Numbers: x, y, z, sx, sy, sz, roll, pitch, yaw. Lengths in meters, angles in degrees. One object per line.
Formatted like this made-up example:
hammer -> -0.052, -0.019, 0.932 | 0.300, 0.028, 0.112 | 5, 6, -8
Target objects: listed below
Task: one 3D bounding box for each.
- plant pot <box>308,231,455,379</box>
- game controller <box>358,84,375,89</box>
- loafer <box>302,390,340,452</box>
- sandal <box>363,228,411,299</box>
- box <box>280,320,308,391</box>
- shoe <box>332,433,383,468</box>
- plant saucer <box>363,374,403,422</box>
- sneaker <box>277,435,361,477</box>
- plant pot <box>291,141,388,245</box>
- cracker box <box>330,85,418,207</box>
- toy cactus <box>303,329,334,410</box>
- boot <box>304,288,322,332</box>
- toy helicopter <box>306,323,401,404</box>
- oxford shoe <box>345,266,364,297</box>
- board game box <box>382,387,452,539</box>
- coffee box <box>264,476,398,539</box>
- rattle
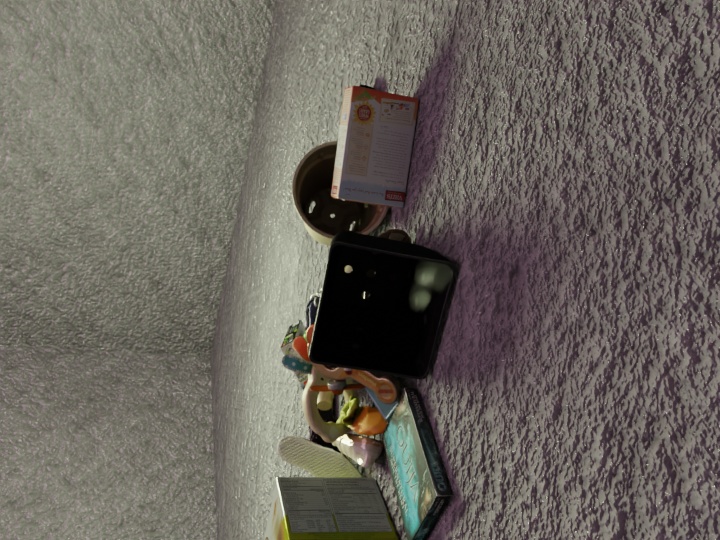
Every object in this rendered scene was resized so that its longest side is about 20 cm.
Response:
plant pot -> 0.024, 0.034, 1.081 | 0.178, 0.195, 0.204 | -103, 24, -68
game controller -> 0.000, -0.306, 1.451 | 0.104, 0.041, 0.204 | -129, 47, -64
loafer -> -0.080, 0.348, 1.450 | 0.071, 0.071, 0.204 | 8, -105, -88
sandal -> 0.046, 0.014, 1.208 | 0.055, 0.080, 0.204 | -73, -9, -65
box -> -0.131, 0.188, 1.475 | 0.111, 0.034, 0.200 | 62, -177, -7
shoe -> -0.016, 0.346, 1.272 | 0.199, 0.069, 0.054 | 158, 124, -67
plant saucer -> 0.012, 0.175, 1.173 | 0.201, 0.019, 0.070 | 54, 134, 24
sneaker -> -0.068, 0.401, 1.351 | 0.073, 0.198, 0.114 | -58, -23, -10
plant pot -> -0.049, -0.139, 1.365 | 0.184, 0.196, 0.205 | 124, 148, -75
cracker box -> 0.025, -0.227, 1.213 | 0.058, 0.131, 0.204 | -152, 70, -69
toy cactus -> -0.064, 0.214, 1.356 | 0.167, 0.100, 0.202 | -91, -9, -48
boot -> -0.074, 0.061, 1.490 | 0.073, 0.089, 0.204 | -158, 74, -70
toy helicopter -> -0.016, 0.177, 1.141 | 0.198, 0.078, 0.134 | 29, 114, 27
oxford shoe -> 0.000, 0.000, 1.311 | 0.201, 0.069, 0.075 | -105, 32, -55
board game box -> 0.085, 0.311, 1.050 | 0.202, 0.028, 0.137 | -107, 28, -48
coffee box -> -0.060, 0.510, 1.159 | 0.198, 0.196, 0.203 | -124, 44, -62
rattle -> -0.050, 0.214, 1.204 | 0.142, 0.128, 0.203 | -6, 105, 68
